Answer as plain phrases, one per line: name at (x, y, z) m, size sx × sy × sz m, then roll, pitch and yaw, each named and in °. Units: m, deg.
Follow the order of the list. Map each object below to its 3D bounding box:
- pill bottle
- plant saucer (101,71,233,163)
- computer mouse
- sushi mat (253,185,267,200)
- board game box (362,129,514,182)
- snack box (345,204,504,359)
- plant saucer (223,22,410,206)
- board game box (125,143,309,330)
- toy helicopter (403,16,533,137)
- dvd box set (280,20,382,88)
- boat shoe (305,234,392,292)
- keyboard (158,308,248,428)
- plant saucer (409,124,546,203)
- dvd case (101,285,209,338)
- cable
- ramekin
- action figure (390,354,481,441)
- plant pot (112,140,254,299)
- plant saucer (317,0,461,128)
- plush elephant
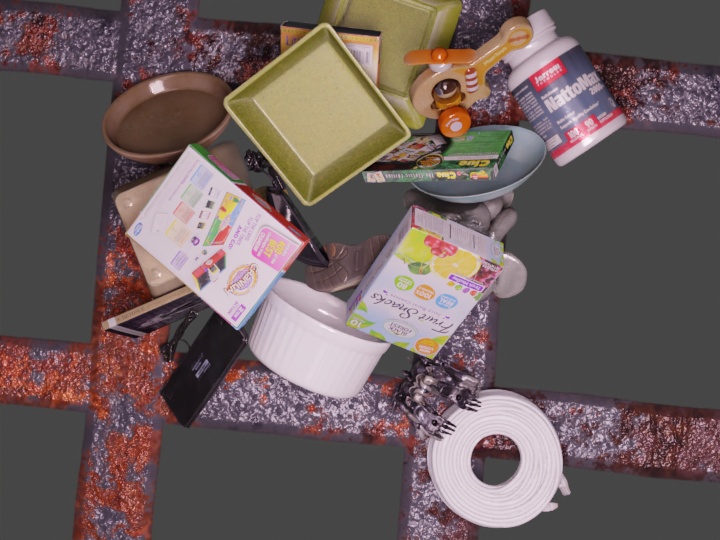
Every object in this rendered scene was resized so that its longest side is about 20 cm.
pill bottle at (0.280, -0.264, 1.612) m, size 0.119 × 0.120 × 0.201 m, roll -33°, pitch 89°, yaw 3°
plant saucer at (-0.276, -0.219, 1.629) m, size 0.197 × 0.202 × 0.030 m, roll -9°, pitch 135°, yaw 3°
computer mouse at (-0.114, -0.085, 1.626) m, size 0.046 × 0.140 × 0.201 m, roll -33°, pitch 98°, yaw 5°
sushi mat at (-0.143, -0.069, 1.598) m, size 0.012 × 0.200 × 0.096 m, roll -32°, pitch 91°, yaw 16°
board game box at (0.110, -0.162, 1.599) m, size 0.197 × 0.105 × 0.024 m, roll 2°, pitch 125°, yaw 27°
snack box at (0.085, 0.020, 1.516) m, size 0.141 × 0.053 × 0.201 m, roll 23°, pitch 130°, yaw -15°
plant saucer at (-0.059, -0.223, 1.593) m, size 0.199 × 0.048 × 0.200 m, roll -32°, pitch 109°, yaw 23°
board game box at (-0.189, -0.045, 1.487) m, size 0.200 × 0.040 × 0.153 m, roll 41°, pitch 103°, yaw 2°
toy helicopter at (0.150, -0.287, 1.562) m, size 0.199 × 0.132 × 0.080 m, roll -36°, pitch 46°, yaw 22°
dvd box set at (-0.045, -0.251, 1.622) m, size 0.144 × 0.029 × 0.202 m, roll 7°, pitch 119°, yaw 9°
boat shoe at (0.000, 0.000, 1.622) m, size 0.073 × 0.199 × 0.076 m, roll 21°, pitch 71°, yaw -41°
keyboard at (-0.239, 0.125, 1.653) m, size 0.127 × 0.020 × 0.201 m, roll 52°, pitch 120°, yaw 25°
plant saucer at (0.168, -0.142, 1.601) m, size 0.198 × 0.202 × 0.039 m, roll -14°, pitch 121°, yaw 3°
dvd case at (-0.261, 0.049, 1.629) m, size 0.198 × 0.149 × 0.016 m, roll -24°, pitch 81°, yaw 3°
cable at (0.197, 0.278, 1.651) m, size 0.197 × 0.069 × 0.203 m, roll -16°, pitch 90°, yaw 3°
ramekin at (-0.064, 0.098, 1.601) m, size 0.199 × 0.200 × 0.099 m, roll 26°, pitch 99°, yaw 2°
action figure at (0.106, 0.182, 1.600) m, size 0.102 × 0.200 × 0.119 m, roll 39°, pitch 91°, yaw -14°
plant pot at (-0.249, -0.065, 1.613) m, size 0.198 × 0.177 × 0.202 m, roll -22°, pitch 90°, yaw 4°
plant saucer at (0.028, -0.335, 1.650) m, size 0.197 × 0.048 × 0.203 m, roll 19°, pitch 92°, yaw 2°
plush elephant at (0.151, -0.023, 1.609) m, size 0.162 × 0.200 × 0.157 m, roll -6°, pitch 112°, yaw 2°
